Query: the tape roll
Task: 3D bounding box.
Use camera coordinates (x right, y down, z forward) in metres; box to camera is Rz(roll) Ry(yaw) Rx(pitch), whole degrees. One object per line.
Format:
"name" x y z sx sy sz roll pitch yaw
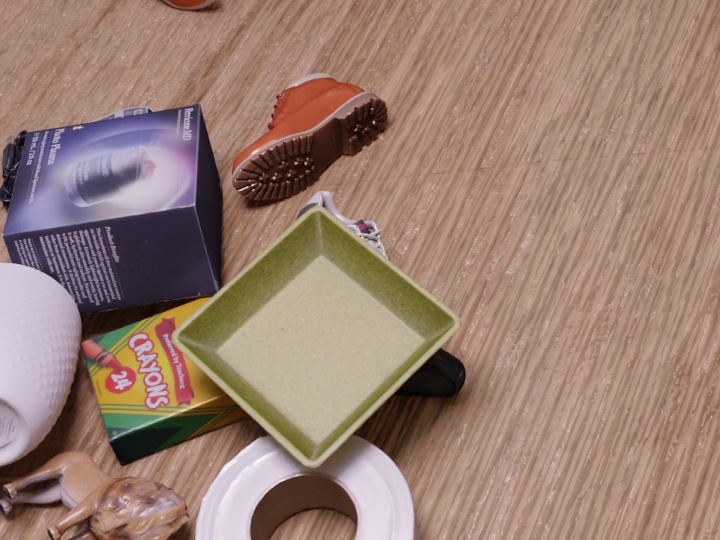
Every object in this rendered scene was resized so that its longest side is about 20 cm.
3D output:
"tape roll" -0.047 0.244 1.272 0.201 0.071 0.203 -5 54 6

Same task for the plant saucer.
"plant saucer" -0.040 0.066 1.316 0.200 0.048 0.200 -43 63 -17

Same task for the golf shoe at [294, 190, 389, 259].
"golf shoe" 0.000 0.000 1.422 0.200 0.088 0.077 36 26 28

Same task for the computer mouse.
"computer mouse" -0.316 -0.133 1.614 0.199 0.044 0.110 -13 48 6

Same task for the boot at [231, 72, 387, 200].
"boot" -0.078 -0.153 1.576 0.200 0.075 0.107 -33 52 -25

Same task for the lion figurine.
"lion figurine" -0.259 0.211 1.328 0.122 0.073 0.200 -30 44 -30

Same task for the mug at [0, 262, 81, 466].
"mug" -0.361 0.119 1.356 0.147 0.200 0.176 26 25 -18

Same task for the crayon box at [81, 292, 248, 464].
"crayon box" -0.168 0.098 1.412 0.199 0.051 0.127 -21 53 -7

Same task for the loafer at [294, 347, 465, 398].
"loafer" 0.001 0.097 1.363 0.199 0.068 0.071 11 46 7

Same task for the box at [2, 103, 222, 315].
"box" -0.252 -0.065 1.475 0.197 0.124 0.200 -9 37 1

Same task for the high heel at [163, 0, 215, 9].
"high heel" -0.247 -0.390 1.773 0.199 0.067 0.097 17 68 24
